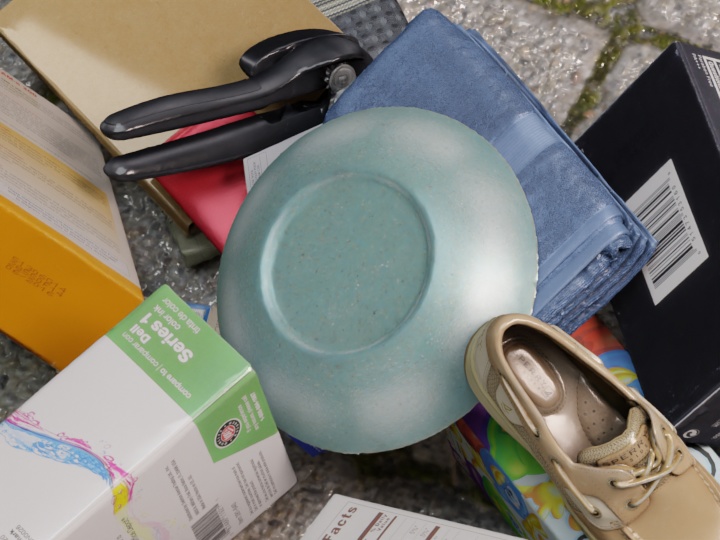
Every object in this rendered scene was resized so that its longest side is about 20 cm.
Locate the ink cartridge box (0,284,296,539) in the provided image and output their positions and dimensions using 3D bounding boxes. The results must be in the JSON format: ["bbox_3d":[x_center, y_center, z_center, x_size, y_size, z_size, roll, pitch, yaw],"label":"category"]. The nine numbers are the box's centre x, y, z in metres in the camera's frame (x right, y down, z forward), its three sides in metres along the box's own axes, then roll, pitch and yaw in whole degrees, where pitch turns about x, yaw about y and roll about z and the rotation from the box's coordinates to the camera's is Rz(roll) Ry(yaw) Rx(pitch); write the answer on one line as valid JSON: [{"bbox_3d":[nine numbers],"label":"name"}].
[{"bbox_3d":[-0.144,0.127,1.632,0.200,0.145,0.084,-41,62,-13],"label":"ink cartridge box"}]

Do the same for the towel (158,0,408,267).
[{"bbox_3d":[-0.056,-0.109,1.894,0.200,0.035,0.193,-21,62,-5],"label":"towel"}]

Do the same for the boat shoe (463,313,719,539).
[{"bbox_3d":[0.135,0.102,1.560,0.200,0.065,0.071,42,79,-1],"label":"boat shoe"}]

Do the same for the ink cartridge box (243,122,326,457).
[{"bbox_3d":[-0.010,0.003,1.715,0.094,0.044,0.200,-24,50,18],"label":"ink cartridge box"}]

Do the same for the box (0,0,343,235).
[{"bbox_3d":[-0.113,-0.141,1.873,0.163,0.021,0.200,-40,72,-13],"label":"box"}]

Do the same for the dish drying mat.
[{"bbox_3d":[-0.042,-0.016,1.806,0.077,0.018,0.200,-40,81,-15],"label":"dish drying mat"}]

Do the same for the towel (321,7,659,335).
[{"bbox_3d":[0.069,-0.047,1.660,0.112,0.049,0.200,-43,63,9],"label":"towel"}]

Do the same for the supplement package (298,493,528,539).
[{"bbox_3d":[0.050,0.216,1.587,0.200,0.117,0.117,10,47,38],"label":"supplement package"}]

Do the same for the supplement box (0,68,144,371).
[{"bbox_3d":[-0.213,-0.041,1.776,0.074,0.126,0.200,-45,31,16],"label":"supplement box"}]

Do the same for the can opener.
[{"bbox_3d":[-0.071,-0.094,1.787,0.200,0.063,0.079,-25,22,-31],"label":"can opener"}]

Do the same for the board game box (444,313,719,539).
[{"bbox_3d":[0.142,0.127,1.675,0.103,0.105,0.200,-34,60,-9],"label":"board game box"}]

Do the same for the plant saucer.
[{"bbox_3d":[0.000,0.000,1.632,0.201,0.039,0.201,-7,73,24],"label":"plant saucer"}]

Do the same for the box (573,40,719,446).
[{"bbox_3d":[0.246,-0.004,1.671,0.198,0.123,0.200,9,51,-35],"label":"box"}]

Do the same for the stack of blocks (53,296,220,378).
[{"bbox_3d":[-0.133,0.118,1.755,0.115,0.059,0.200,6,62,13],"label":"stack of blocks"}]
